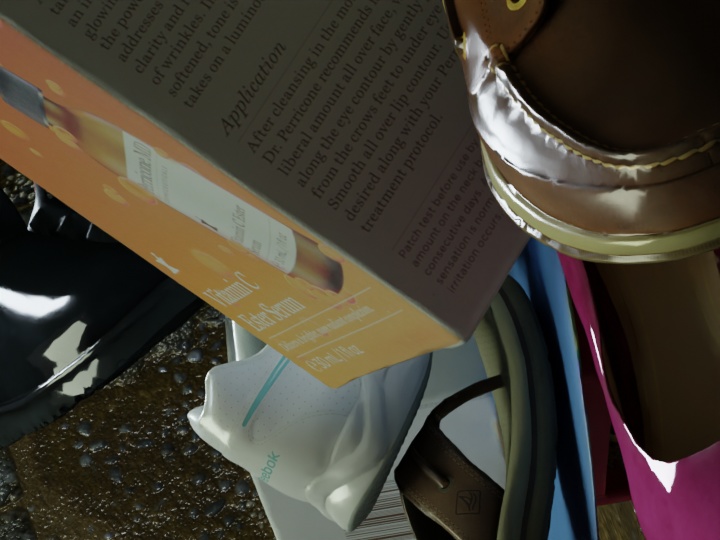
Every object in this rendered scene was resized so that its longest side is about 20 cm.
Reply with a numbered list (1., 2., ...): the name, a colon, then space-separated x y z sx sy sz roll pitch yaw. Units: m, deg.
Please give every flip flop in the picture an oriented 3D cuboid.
1. flip flop: 0.039 0.091 0.937 0.081 0.057 0.201 85 -173 -66

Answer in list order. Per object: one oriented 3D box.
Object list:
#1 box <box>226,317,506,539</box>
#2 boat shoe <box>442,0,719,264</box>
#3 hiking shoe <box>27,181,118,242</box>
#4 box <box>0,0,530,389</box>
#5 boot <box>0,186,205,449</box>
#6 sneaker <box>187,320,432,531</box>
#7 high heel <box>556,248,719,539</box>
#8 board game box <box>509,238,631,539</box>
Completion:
1. box: 0.005 0.020 1.155 0.152 0.106 0.201 72 -170 -54
2. boat shoe: 0.051 -0.066 0.635 0.200 0.072 0.068 -111 0 -61
3. hiking shoe: -0.109 -0.069 1.151 0.087 0.074 0.201 -47 -32 -48
4. box: -0.042 -0.066 0.831 0.200 0.107 0.152 35 165 -7
5. boot: -0.162 -0.017 1.104 0.168 0.076 0.200 54 147 -5
6. sneaker: 0.000 0.000 0.981 0.071 0.080 0.201 110 -176 -49
7. high heel: 0.077 0.008 0.657 0.096 0.067 0.200 59 -175 -25
8. board game box: 0.087 0.038 0.977 0.200 0.039 0.159 -113 16 -80
